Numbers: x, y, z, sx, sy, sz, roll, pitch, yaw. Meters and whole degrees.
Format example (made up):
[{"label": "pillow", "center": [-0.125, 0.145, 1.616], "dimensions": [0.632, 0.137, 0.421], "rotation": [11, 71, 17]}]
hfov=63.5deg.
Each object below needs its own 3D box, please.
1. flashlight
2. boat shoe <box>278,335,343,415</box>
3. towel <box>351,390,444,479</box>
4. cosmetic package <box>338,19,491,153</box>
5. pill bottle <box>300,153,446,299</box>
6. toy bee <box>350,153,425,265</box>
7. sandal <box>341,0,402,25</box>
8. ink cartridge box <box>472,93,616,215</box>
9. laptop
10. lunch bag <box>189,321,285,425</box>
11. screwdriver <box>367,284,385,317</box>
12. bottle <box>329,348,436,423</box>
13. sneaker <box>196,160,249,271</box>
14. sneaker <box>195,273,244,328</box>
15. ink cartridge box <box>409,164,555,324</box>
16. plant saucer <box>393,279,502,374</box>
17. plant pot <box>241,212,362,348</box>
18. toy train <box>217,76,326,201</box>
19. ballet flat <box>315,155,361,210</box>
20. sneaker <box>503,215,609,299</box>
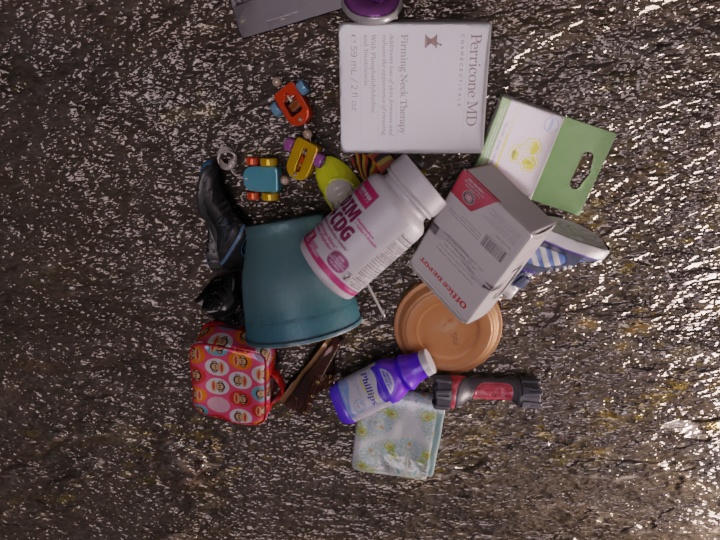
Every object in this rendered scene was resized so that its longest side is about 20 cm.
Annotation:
[{"label": "flashlight", "center": [0.232, 0.227, 1.074], "dimensions": [0.196, 0.068, 0.069], "rotation": [3, 87, 2]}, {"label": "boat shoe", "center": [-0.080, 0.194, 1.100], "dimensions": [0.070, 0.071, 0.201], "rotation": [34, 121, -2]}, {"label": "towel", "center": [0.072, 0.322, 1.152], "dimensions": [0.168, 0.048, 0.203], "rotation": [7, 114, 1]}, {"label": "cosmetic package", "center": [0.074, -0.268, 0.833], "dimensions": [0.196, 0.167, 0.170], "rotation": [1, 113, 4]}, {"label": "pill bottle", "center": [0.019, -0.064, 0.833], "dimensions": [0.200, 0.114, 0.113], "rotation": [-42, 104, 10]}, {"label": "toy bee", "center": [0.069, -0.116, 0.931], "dimensions": [0.200, 0.108, 0.132], "rotation": [42, 67, -21]}, {"label": "sandal", "center": [0.016, -0.390, 0.769], "dimensions": [0.081, 0.205, 0.050], "rotation": [-1, 139, 7]}, {"label": "ink cartridge box", "center": [0.287, -0.175, 0.919], "dimensions": [0.197, 0.048, 0.147], "rotation": [18, 113, 0]}, {"label": "laptop", "center": [-0.130, -0.448, 0.808], "dimensions": [0.174, 0.104, 0.203], "rotation": [-11, 112, 11]}, {"label": "lunch bag", "center": [-0.227, 0.200, 1.096], "dimensions": [0.173, 0.082, 0.202], "rotation": [11, 124, 2]}, {"label": "screwdriver", "center": [0.000, 0.000, 0.972], "dimensions": [0.028, 0.029, 0.202], "rotation": [-27, 107, -1]}, {"label": "bottle", "center": [0.042, 0.207, 1.064], "dimensions": [0.198, 0.065, 0.085], "rotation": [-28, 77, 15]}, {"label": "sneaker", "center": [-0.228, -0.093, 0.994], "dimensions": [0.080, 0.074, 0.203], "rotation": [-1, 124, 2]}, {"label": "sneaker", "center": [-0.221, 0.059, 1.002], "dimensions": [0.087, 0.200, 0.076], "rotation": [42, 78, -17]}, {"label": "ink cartridge box", "center": [0.182, -0.039, 0.905], "dimensions": [0.146, 0.084, 0.201], "rotation": [49, 133, 22]}, {"label": "plant saucer", "center": [0.158, 0.103, 1.059], "dimensions": [0.197, 0.032, 0.203], "rotation": [2, 114, 5]}, {"label": "plant pot", "center": [-0.108, 0.007, 0.964], "dimensions": [0.197, 0.200, 0.191], "rotation": [-8, 98, 9]}, {"label": "toy train", "center": [-0.132, -0.205, 0.944], "dimensions": [0.199, 0.056, 0.151], "rotation": [-36, 92, 23]}, {"label": "ballet flat", "center": [-0.013, -0.096, 0.968], "dimensions": [0.066, 0.067, 0.202], "rotation": [-26, 108, 7]}, {"label": "sneaker", "center": [0.294, -0.012, 0.977], "dimensions": [0.197, 0.081, 0.148], "rotation": [14, 122, -5]}]
